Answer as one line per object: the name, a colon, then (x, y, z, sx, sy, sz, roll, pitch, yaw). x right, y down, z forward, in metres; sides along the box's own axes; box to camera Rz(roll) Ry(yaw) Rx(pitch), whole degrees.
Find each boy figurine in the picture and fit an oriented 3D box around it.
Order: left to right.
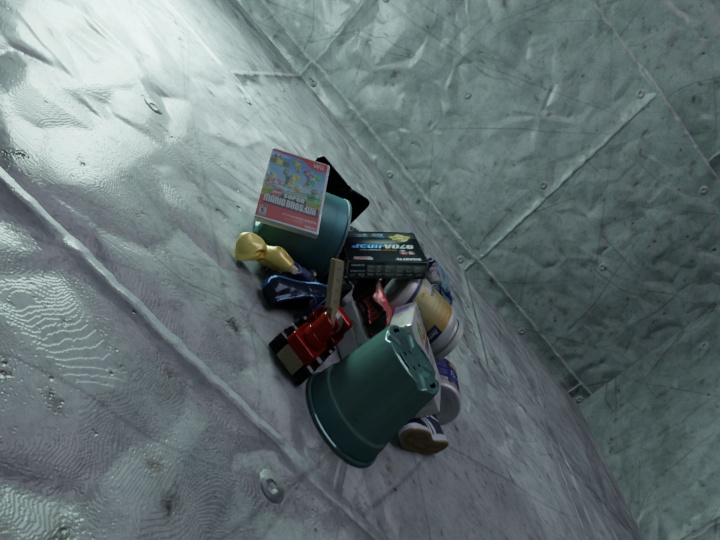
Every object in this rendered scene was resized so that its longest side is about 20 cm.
boy figurine: (-0.180, -0.016, 1.129, 0.122, 0.066, 0.198, 19, -9, 45)

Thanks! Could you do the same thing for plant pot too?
plant pot: (-0.146, -0.112, 1.244, 0.184, 0.202, 0.203, 24, 26, -24)
plant pot: (0.033, 0.222, 0.991, 0.200, 0.195, 0.202, 44, 18, -18)

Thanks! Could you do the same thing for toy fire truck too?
toy fire truck: (-0.067, 0.086, 1.005, 0.130, 0.199, 0.176, 49, 17, 3)

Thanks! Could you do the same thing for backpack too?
backpack: (0.170, 0.076, 1.495, 0.199, 0.178, 0.152, 31, 45, -58)

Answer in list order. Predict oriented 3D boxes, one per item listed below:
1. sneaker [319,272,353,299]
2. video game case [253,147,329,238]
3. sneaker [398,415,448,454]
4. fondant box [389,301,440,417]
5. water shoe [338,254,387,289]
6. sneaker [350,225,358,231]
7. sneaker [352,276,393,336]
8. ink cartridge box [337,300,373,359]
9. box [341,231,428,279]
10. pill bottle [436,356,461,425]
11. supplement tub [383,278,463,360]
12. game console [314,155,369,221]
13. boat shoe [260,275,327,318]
sneaker: (-0.086, 0.017, 1.311, 0.112, 0.073, 0.200, 49, 3, 9)
video game case: (-0.146, -0.173, 1.164, 0.138, 0.018, 0.206, 15, 55, -12)
sneaker: (0.126, 0.342, 1.192, 0.199, 0.069, 0.111, 38, 23, -50)
fondant box: (0.123, 0.192, 1.168, 0.145, 0.056, 0.207, -57, 130, -72)
water shoe: (0.000, 0.000, 1.368, 0.201, 0.079, 0.072, 50, -1, -17)
sneaker: (-0.040, -0.028, 1.513, 0.074, 0.086, 0.204, 17, 48, -6)
sneaker: (0.036, 0.091, 1.226, 0.087, 0.072, 0.204, 50, 17, -40)
ink cartridge box: (0.030, 0.181, 1.251, 0.198, 0.083, 0.147, 35, 22, -43)
box: (0.051, -0.039, 1.278, 0.192, 0.048, 0.161, 1, 30, -10)
pill bottle: (0.199, 0.296, 1.389, 0.120, 0.119, 0.201, 45, 18, -12)
supplement tub: (0.150, 0.111, 1.318, 0.200, 0.144, 0.145, 44, 18, -15)
game console: (-0.102, -0.180, 1.453, 0.174, 0.199, 0.118, 18, 35, -59)
boat shoe: (-0.127, 0.069, 1.125, 0.195, 0.084, 0.070, 9, 48, -41)
